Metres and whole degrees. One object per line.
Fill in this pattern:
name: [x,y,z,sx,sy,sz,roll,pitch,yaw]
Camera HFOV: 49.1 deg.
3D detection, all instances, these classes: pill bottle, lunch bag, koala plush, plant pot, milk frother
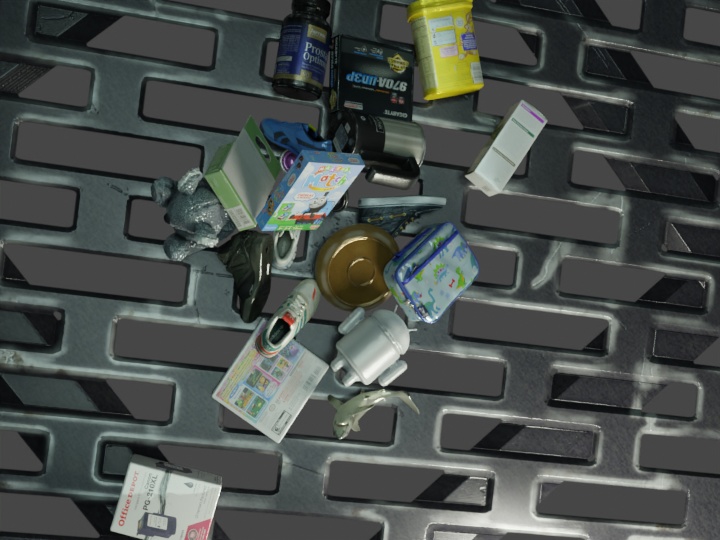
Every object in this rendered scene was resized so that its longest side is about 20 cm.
pill bottle: [-0.121,-0.475,1.682,0.109,0.112,0.205,10,89,-9]
lunch bag: [0.153,0.002,1.711,0.199,0.082,0.162,-40,109,-22]
koala plush: [-0.330,-0.124,1.599,0.180,0.200,0.181,-14,91,-9]
plant pot: [0.000,0.000,1.707,0.195,0.028,0.205,-5,110,-13]
milk frother: [0.016,-0.225,1.690,0.185,0.199,0.184,4,66,-34]

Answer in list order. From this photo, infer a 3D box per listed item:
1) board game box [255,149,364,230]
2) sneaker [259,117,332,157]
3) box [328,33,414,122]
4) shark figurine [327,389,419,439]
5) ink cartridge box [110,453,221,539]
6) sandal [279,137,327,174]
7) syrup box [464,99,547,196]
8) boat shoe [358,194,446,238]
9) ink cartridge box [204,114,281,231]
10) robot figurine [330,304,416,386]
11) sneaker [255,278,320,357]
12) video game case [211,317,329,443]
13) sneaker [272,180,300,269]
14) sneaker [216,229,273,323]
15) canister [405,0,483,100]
board game box: [-0.101,-0.156,1.574,0.149,0.201,0.037,-5,55,-43]
sneaker: [-0.132,-0.288,1.659,0.199,0.065,0.080,36,125,28]
box: [0.025,-0.409,1.704,0.197,0.046,0.163,3,88,-33]
shark figurine: [0.014,0.312,1.730,0.211,0.128,0.091,-20,119,-26]
ink cartridge box: [-0.402,0.483,1.641,0.196,0.084,0.148,17,86,-9]
sandal: [-0.077,-0.248,1.718,0.199,0.050,0.084,-19,95,-11]
syrup box: [0.326,-0.274,1.771,0.081,0.079,0.202,36,84,-7]
boat shoe: [0.092,-0.118,1.742,0.195,0.071,0.093,-3,97,-6]
ink cartridge box: [-0.238,-0.203,1.625,0.047,0.202,0.147,-13,128,24]
robot figurine: [0.025,0.163,1.700,0.199,0.113,0.171,-38,87,-7]
sneaker: [-0.143,0.097,1.669,0.070,0.093,0.201,41,70,-5]
video game case: [-0.194,0.238,1.709,0.181,0.024,0.202,35,85,-7]
sneaker: [-0.151,-0.104,1.688,0.073,0.087,0.205,7,87,-8]
sneaker: [-0.250,0.007,1.681,0.112,0.076,0.204,16,113,23]
canister: [0.189,-0.493,1.748,0.145,0.087,0.205,-11,93,-9]
